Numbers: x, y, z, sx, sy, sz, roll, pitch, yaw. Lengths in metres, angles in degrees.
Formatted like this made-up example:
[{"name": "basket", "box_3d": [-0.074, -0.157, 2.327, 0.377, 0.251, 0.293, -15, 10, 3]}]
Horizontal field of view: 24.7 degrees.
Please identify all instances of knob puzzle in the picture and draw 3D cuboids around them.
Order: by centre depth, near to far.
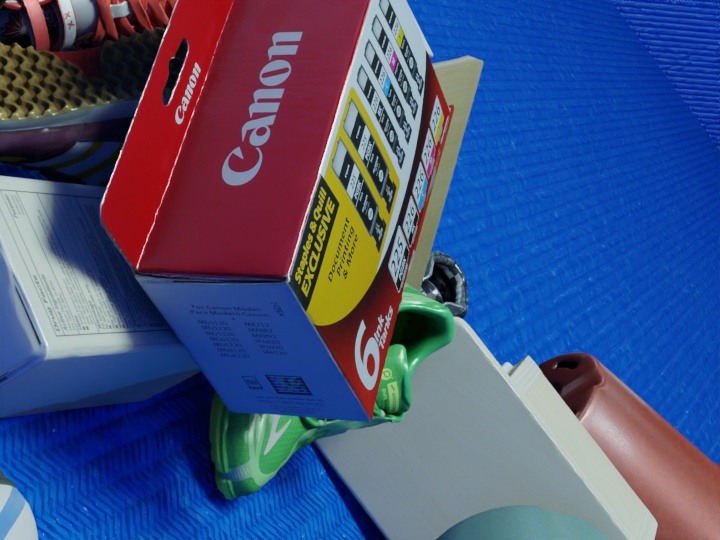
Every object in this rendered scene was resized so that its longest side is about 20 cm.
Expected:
[{"name": "knob puzzle", "box_3d": [-0.008, -0.039, 1.016, 0.030, 0.220, 0.220, 29, 6, 26]}]

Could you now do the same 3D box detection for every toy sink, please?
[{"name": "toy sink", "box_3d": [0.083, 0.136, 1.089, 0.200, 0.130, 0.112, 51, 15, 3]}]

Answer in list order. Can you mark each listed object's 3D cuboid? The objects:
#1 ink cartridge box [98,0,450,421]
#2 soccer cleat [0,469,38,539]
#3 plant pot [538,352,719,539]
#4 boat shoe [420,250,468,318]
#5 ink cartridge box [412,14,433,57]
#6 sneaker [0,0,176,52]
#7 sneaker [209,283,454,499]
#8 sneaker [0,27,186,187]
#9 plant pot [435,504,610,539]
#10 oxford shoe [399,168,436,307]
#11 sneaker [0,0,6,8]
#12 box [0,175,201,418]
[{"name": "ink cartridge box", "box_3d": [-0.034, -0.055, 0.815, 0.176, 0.084, 0.200, 61, 37, -52]}, {"name": "soccer cleat", "box_3d": [-0.176, 0.113, 0.594, 0.200, 0.070, 0.086, 12, 51, -65]}, {"name": "plant pot", "box_3d": [0.181, 0.179, 1.230, 0.195, 0.201, 0.201, 45, 23, -16]}, {"name": "boat shoe", "box_3d": [0.015, 0.035, 1.144, 0.071, 0.091, 0.200, 58, 20, -6]}, {"name": "ink cartridge box", "box_3d": [-0.067, -0.214, 1.211, 0.200, 0.145, 0.145, 64, 19, 10]}, {"name": "sneaker", "box_3d": [-0.139, -0.139, 0.888, 0.108, 0.201, 0.067, -66, 158, -60]}, {"name": "sneaker", "box_3d": [-0.015, 0.061, 0.961, 0.200, 0.083, 0.074, -42, 132, -40]}, {"name": "sneaker", "box_3d": [-0.154, -0.067, 0.846, 0.200, 0.090, 0.075, -8, 43, -26]}, {"name": "plant pot", "box_3d": [0.097, 0.240, 0.934, 0.200, 0.200, 0.196, 55, 12, -14]}, {"name": "oxford shoe", "box_3d": [0.000, 0.000, 0.943, 0.200, 0.073, 0.071, -51, 154, -35]}, {"name": "sneaker", "box_3d": [-0.227, -0.126, 0.748, 0.079, 0.075, 0.200, 45, 41, 0]}, {"name": "box", "box_3d": [-0.143, 0.014, 0.801, 0.095, 0.078, 0.200, 65, 20, 12]}]
